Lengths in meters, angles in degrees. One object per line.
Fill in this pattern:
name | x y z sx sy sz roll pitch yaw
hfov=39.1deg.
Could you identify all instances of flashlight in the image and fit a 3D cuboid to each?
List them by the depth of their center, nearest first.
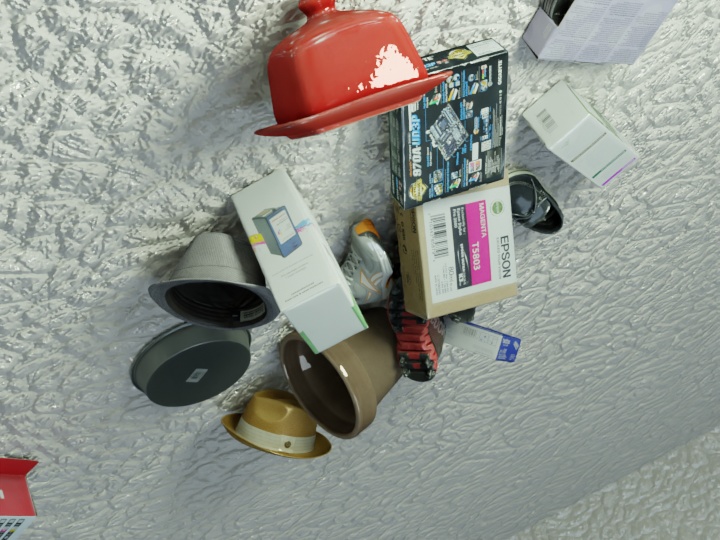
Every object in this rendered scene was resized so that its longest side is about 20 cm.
flashlight | 0.161 0.051 1.662 0.067 0.068 0.200 2 -173 1

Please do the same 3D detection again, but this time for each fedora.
fedora | -0.189 0.009 1.362 0.176 0.091 0.200 -4 156 15
fedora | -0.137 0.256 1.750 0.200 0.200 0.082 9 100 -45

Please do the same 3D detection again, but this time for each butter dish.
butter dish | -0.028 -0.237 1.129 0.199 0.149 0.200 -20 -170 -14

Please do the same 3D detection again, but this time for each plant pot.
plant pot | -0.008 0.150 1.674 0.174 0.200 0.201 -32 154 -32

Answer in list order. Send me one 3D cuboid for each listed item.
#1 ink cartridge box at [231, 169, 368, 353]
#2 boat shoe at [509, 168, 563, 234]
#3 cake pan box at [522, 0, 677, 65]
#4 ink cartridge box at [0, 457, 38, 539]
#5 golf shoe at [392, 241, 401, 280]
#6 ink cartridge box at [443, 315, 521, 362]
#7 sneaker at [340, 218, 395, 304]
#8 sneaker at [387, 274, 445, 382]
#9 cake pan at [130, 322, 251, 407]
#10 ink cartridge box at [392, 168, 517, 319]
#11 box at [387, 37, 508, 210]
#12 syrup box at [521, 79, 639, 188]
ink cartridge box | -0.080 -0.012 1.344 0.087 0.201 0.145 -26 150 3
boat shoe | 0.268 -0.107 1.619 0.075 0.062 0.200 -39 146 19
cake pan box | 0.329 -0.355 1.321 0.199 0.052 0.185 -6 140 -33
ink cartridge box | -0.617 0.369 1.572 0.176 0.084 0.200 -45 145 24
golf shoe | 0.096 0.008 1.624 0.077 0.088 0.200 -25 150 -10
ink cartridge box | 0.160 0.102 1.702 0.094 0.199 0.044 14 93 -61
sneaker | 0.000 0.000 1.550 0.092 0.076 0.200 -22 147 -3
sneaker | 0.091 0.076 1.605 0.070 0.098 0.201 4 127 21
cake pan | -0.259 0.149 1.588 0.199 0.037 0.201 -20 148 -13
ink cartridge box | 0.141 -0.045 1.493 0.164 0.075 0.201 -14 105 -23
box | 0.116 -0.191 1.341 0.158 0.046 0.201 -19 131 -16
syrup box | 0.333 -0.200 1.519 0.081 0.079 0.200 -41 147 19
